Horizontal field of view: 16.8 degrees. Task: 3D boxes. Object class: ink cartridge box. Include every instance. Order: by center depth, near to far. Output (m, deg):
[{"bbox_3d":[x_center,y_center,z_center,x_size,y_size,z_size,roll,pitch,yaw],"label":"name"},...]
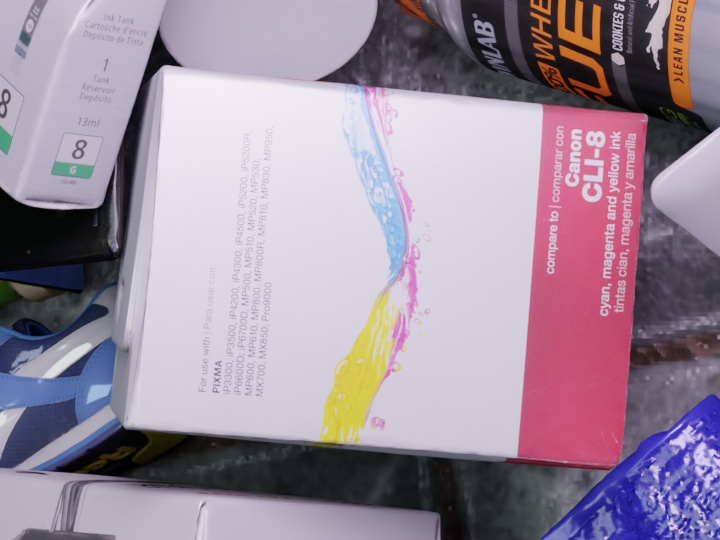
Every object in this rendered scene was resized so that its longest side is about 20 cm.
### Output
[{"bbox_3d":[-0.131,-0.150,0.998,0.161,0.050,0.201,41,120,45],"label":"ink cartridge box"},{"bbox_3d":[0.000,0.000,1.006,0.198,0.145,0.146,5,89,-9],"label":"ink cartridge box"},{"bbox_3d":[-0.083,0.134,1.062,0.199,0.146,0.084,1,84,45],"label":"ink cartridge box"}]

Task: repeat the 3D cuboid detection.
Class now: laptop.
[{"bbox_3d":[-0.120,-0.090,1.106,0.199,0.115,0.189,-5,83,51],"label":"laptop"}]

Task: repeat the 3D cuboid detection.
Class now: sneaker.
[{"bbox_3d":[-0.172,0.074,1.189,0.199,0.074,0.083,-24,73,18],"label":"sneaker"}]

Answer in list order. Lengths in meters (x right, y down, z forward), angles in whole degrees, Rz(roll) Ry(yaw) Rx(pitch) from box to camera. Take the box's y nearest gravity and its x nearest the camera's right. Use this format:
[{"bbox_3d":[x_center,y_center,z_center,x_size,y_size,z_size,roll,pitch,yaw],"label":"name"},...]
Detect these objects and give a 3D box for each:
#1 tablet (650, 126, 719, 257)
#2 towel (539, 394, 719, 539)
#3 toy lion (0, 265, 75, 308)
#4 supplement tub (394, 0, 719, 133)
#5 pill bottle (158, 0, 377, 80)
[{"bbox_3d":[0.222,-0.063,0.951,0.200,0.130,0.014,-39,45,20],"label":"tablet"},{"bbox_3d":[0.153,0.170,1.012,0.148,0.049,0.200,-48,67,18],"label":"towel"},{"bbox_3d":[-0.229,-0.079,1.161,0.068,0.191,0.202,-19,78,26],"label":"toy lion"},{"bbox_3d":[0.116,-0.129,1.014,0.199,0.122,0.124,18,95,29],"label":"supplement tub"},{"bbox_3d":[-0.049,-0.184,1.075,0.116,0.116,0.201,-28,47,24],"label":"pill bottle"}]
